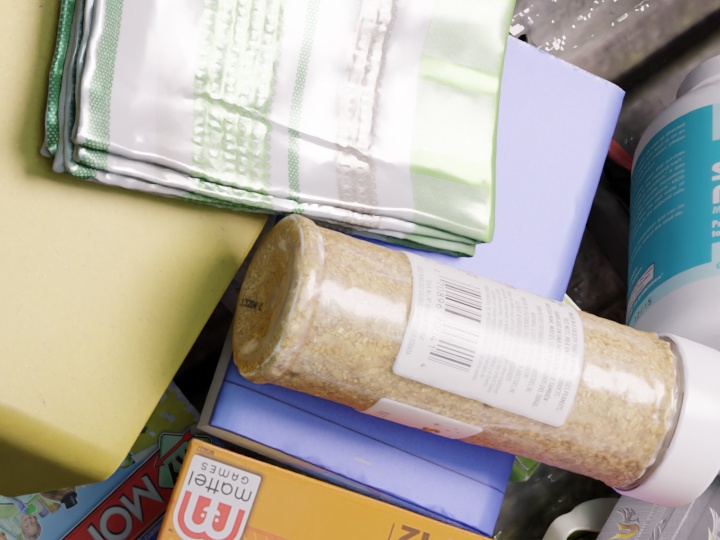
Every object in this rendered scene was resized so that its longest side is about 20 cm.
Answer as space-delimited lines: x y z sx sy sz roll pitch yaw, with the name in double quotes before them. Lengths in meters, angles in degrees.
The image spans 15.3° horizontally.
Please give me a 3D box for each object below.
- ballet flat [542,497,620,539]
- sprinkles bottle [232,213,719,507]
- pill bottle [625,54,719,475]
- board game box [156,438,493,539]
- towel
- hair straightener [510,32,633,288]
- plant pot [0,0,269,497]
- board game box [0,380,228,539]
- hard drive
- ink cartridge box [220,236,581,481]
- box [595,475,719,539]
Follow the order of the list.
"ballet flat" 0.080 0.150 1.259 0.199 0.067 0.067 -20 132 -28
"sprinkles bottle" 0.051 0.037 1.066 0.199 0.068 0.069 18 79 -21
"pill bottle" 0.177 -0.011 1.231 0.110 0.111 0.201 28 41 -19
"board game box" 0.012 0.206 1.107 0.199 0.200 0.201 17 82 15
"towel" -0.024 -0.094 1.055 0.199 0.031 0.150 11 81 -31
"hair straightener" 0.101 -0.040 1.298 0.077 0.041 0.200 -46 110 -19
"plant pot" -0.158 -0.014 1.091 0.176 0.200 0.201 37 69 -17
"board game box" -0.161 0.108 1.180 0.200 0.029 0.135 -43 102 -21
"hard drive" 0.024 -0.007 1.111 0.131 0.025 0.201 23 76 -20
"ink cartridge box" 0.000 0.000 1.194 0.200 0.148 0.076 47 70 -14
"box" 0.198 0.127 1.282 0.159 0.048 0.200 53 52 -26
